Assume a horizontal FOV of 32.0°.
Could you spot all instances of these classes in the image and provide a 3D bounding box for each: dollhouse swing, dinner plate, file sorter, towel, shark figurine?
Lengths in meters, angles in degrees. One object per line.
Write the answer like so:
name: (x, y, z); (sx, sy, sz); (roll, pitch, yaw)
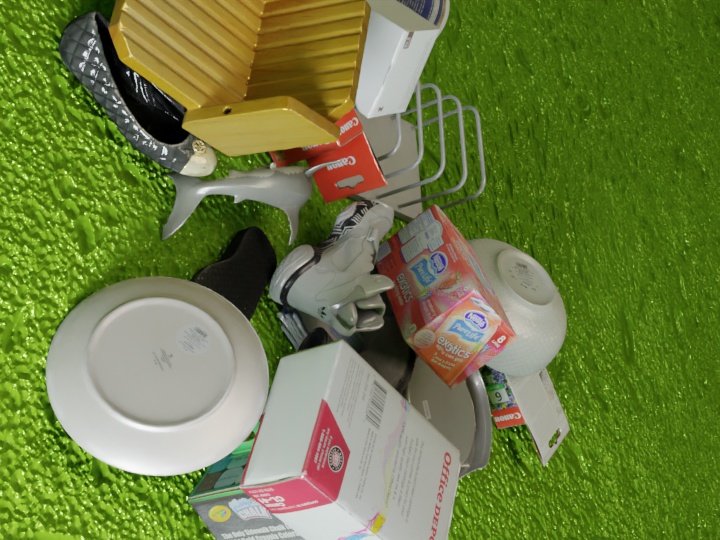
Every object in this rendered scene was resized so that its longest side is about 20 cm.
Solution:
dollhouse swing: (-0.113, -0.248, 1.224); (0.176, 0.180, 0.202); (49, 43, -51)
dinner plate: (-0.178, 0.086, 1.117); (0.198, 0.024, 0.202); (8, 55, -11)
file sorter: (0.053, -0.161, 1.558); (0.199, 0.124, 0.140); (19, 61, -49)
towel: (-0.017, 0.051, 1.459); (0.148, 0.024, 0.200); (58, 37, -21)
shark figurine: (-0.099, -0.069, 1.315); (0.214, 0.127, 0.090); (-10, 93, -54)

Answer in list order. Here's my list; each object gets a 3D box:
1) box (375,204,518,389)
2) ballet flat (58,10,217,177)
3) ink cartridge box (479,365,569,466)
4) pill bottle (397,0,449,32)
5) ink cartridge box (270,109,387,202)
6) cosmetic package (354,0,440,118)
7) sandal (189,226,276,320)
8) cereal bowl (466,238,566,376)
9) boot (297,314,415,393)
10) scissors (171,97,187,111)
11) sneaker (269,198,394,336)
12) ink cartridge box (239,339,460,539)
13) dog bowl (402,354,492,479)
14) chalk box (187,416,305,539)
box: (0.095, 0.026, 1.454); (0.095, 0.102, 0.200); (46, 12, -30)
ballet flat: (-0.214, -0.167, 1.228); (0.200, 0.057, 0.067); (45, 45, -19)
ink cartridge box: (0.213, 0.157, 1.707); (0.109, 0.050, 0.201); (-38, 108, -53)
pill bottle: (0.018, -0.356, 1.602); (0.199, 0.110, 0.112); (9, 69, -52)
ink cartridge box: (-0.060, -0.165, 1.398); (0.050, 0.108, 0.201); (-39, 108, -42)
cosmetic package: (-0.021, -0.272, 1.427); (0.200, 0.113, 0.081); (38, 30, 21)
sandal: (-0.139, 0.019, 1.293); (0.076, 0.048, 0.201); (62, 24, -12)
cereal bowl: (0.193, 0.034, 1.638); (0.199, 0.083, 0.201); (23, 41, -22)
boot: (-0.009, 0.099, 1.373); (0.132, 0.069, 0.201); (44, 37, -30)
scissors: (-0.190, -0.168, 1.321); (0.199, 0.014, 0.074); (-18, 92, -57)
sneaker: (0.000, 0.000, 1.382); (0.114, 0.076, 0.200); (34, 46, 20)
ink cartridge box: (-0.003, 0.183, 1.154); (0.200, 0.085, 0.148); (47, 43, -33)
dog bowl: (0.081, 0.171, 1.512); (0.199, 0.058, 0.202); (27, 54, -45)
chalk box: (-0.073, 0.213, 1.225); (0.201, 0.124, 0.124); (60, 37, -20)
